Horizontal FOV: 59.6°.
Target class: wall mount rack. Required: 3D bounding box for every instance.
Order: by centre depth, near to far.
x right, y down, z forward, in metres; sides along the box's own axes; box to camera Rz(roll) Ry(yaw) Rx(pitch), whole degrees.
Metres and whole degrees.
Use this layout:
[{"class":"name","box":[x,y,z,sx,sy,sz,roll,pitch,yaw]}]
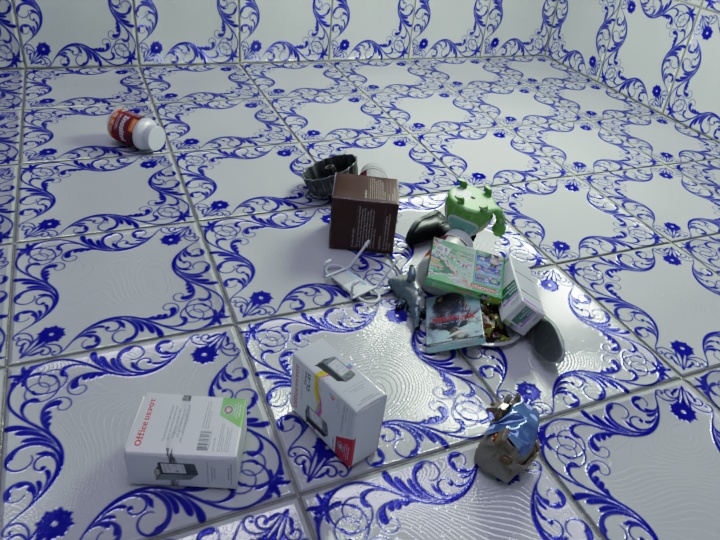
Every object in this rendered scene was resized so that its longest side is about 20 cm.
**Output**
[{"class":"wall mount rack","box":[0.000,0.000,1.682,0.171,0.076,0.198,-24,45,-38]}]

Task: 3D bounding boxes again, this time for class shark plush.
[{"class":"shark plush","box":[0.127,0.084,1.624,0.081,0.092,0.204,-18,53,4]}]

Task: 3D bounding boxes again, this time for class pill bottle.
[{"class":"pill bottle","box":[0.238,-0.028,1.731,0.112,0.117,0.200,19,35,19]},{"class":"pill bottle","box":[0.040,-0.269,2.055,0.106,0.112,0.202,5,33,-2]},{"class":"pill bottle","box":[-0.797,-0.498,2.240,0.196,0.115,0.113,21,36,22]}]

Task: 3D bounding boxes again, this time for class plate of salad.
[{"class":"plate of salad","box":[0.316,0.118,1.591,0.194,0.049,0.202,5,34,-4]}]

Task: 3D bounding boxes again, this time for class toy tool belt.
[{"class":"toy tool belt","box":[0.305,0.308,1.239,0.123,0.126,0.199,23,36,23]}]

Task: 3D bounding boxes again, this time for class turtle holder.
[{"class":"turtle holder","box":[0.331,-0.171,1.834,0.180,0.134,0.143,4,40,-12]}]

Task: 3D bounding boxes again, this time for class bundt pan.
[{"class":"bundt pan","box":[-0.094,-0.311,2.086,0.196,0.077,0.203,-14,28,7]}]

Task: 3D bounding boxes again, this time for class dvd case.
[{"class":"dvd case","box":[0.231,0.121,1.550,0.142,0.022,0.202,-11,33,14]}]

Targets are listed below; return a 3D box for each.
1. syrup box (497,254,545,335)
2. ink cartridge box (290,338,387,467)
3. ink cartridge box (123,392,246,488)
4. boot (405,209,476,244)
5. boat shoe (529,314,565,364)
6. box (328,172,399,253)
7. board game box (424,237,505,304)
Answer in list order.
[{"class":"syrup box","box":[0.397,0.060,1.598,0.080,0.079,0.202,30,31,-17]},{"class":"ink cartridge box","box":[-0.048,0.256,1.231,0.084,0.151,0.198,-22,42,-38]},{"class":"ink cartridge box","box":[-0.315,0.311,1.159,0.194,0.086,0.147,4,33,-4]},{"class":"boot","box":[0.247,-0.104,1.891,0.161,0.075,0.197,33,43,24]},{"class":"boat shoe","box":[0.457,0.158,1.537,0.064,0.075,0.203,26,20,-21]},{"class":"box","box":[0.011,-0.171,1.853,0.194,0.169,0.166,6,34,-2]},{"class":"board game box","box":[0.268,-0.001,1.600,0.195,0.029,0.137,16,54,0]}]
